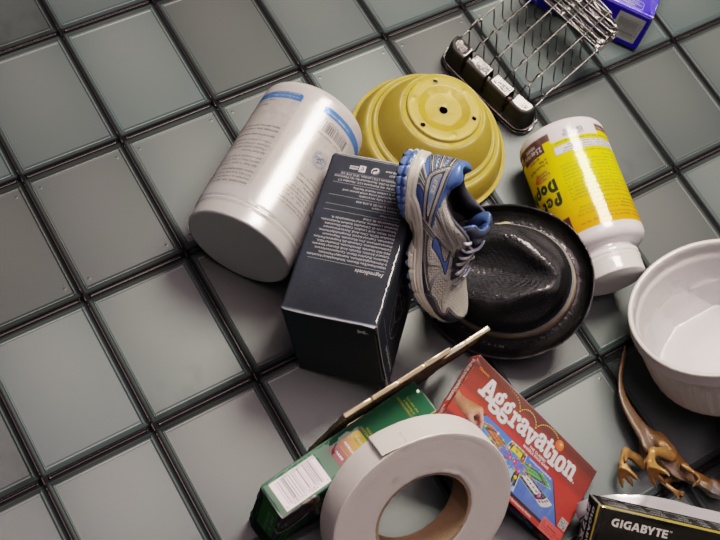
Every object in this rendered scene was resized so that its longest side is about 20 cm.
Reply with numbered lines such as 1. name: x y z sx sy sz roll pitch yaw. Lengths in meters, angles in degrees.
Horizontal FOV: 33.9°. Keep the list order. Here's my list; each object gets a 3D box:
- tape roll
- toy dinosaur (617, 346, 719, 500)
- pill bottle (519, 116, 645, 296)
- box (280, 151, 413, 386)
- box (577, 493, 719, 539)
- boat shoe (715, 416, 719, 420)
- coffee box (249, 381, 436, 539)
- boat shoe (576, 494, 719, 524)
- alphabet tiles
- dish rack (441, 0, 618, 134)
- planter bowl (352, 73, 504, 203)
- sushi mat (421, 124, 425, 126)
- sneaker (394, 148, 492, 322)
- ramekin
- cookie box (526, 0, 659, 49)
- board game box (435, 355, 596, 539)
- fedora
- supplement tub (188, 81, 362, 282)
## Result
1. tape roll: 0.056 0.236 1.181 0.202 0.203 0.037 -16 32 -18
2. toy dinosaur: 0.328 0.197 1.337 0.200 0.060 0.106 49 41 7
3. pill bottle: 0.269 -0.075 1.414 0.109 0.109 0.200 -10 67 -16
4. box: 0.000 0.000 1.290 0.107 0.149 0.200 11 62 11
5. box: 0.316 0.334 1.225 0.199 0.049 0.160 14 95 -5
6. boat shoe: 0.441 0.163 1.364 0.067 0.072 0.200 9 58 17
7. coffee box: -0.019 0.200 1.217 0.200 0.123 0.044 -32 73 -25
8. boat shoe: 0.330 0.288 1.274 0.199 0.074 0.066 10 59 -6
9. alphabet tiles: 0.044 0.121 1.241 0.200 0.167 0.008 -30 80 -23
10. dish rack: 0.223 -0.292 1.516 0.200 0.055 0.153 -42 80 -12
11. planter bowl: 0.091 -0.174 1.424 0.200 0.083 0.201 5 64 -11
12. sushi mat: 0.073 -0.107 1.443 0.095 0.012 0.200 -5 66 -15
13. sneaker: 0.094 -0.029 1.222 0.085 0.200 0.077 3 34 28
14. ramekin: 0.410 0.070 1.338 0.200 0.105 0.200 -13 45 13
15. cookie box: 0.339 -0.427 1.614 0.171 0.075 0.200 25 63 1
16. board game box: 0.166 0.195 1.271 0.200 0.019 0.103 44 61 -16
17. fedora: 0.159 0.006 1.324 0.200 0.092 0.201 -2 80 14
18. supplement tub: -0.094 -0.103 1.340 0.132 0.132 0.200 28 63 2
